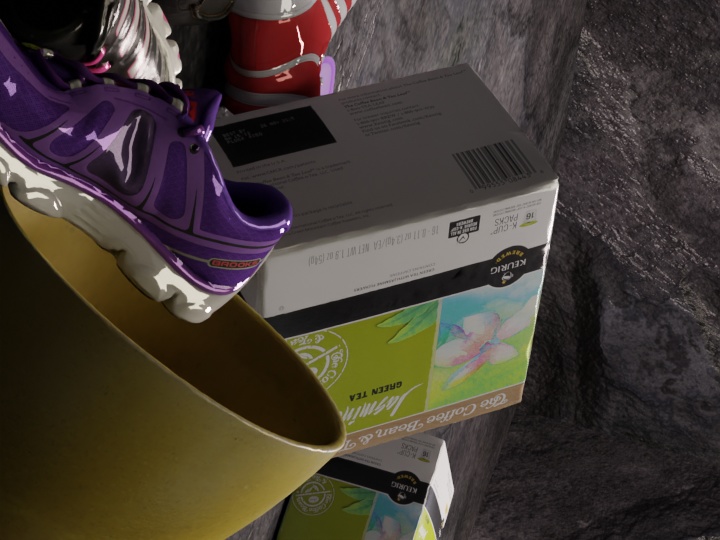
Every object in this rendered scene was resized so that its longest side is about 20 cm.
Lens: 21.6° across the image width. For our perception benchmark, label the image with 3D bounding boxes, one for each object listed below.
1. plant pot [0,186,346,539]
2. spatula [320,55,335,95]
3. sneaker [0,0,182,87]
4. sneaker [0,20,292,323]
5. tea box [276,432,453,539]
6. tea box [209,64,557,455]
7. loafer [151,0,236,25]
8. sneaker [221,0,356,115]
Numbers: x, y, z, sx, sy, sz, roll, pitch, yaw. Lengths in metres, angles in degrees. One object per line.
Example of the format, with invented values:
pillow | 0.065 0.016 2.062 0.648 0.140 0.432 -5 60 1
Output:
plant pot | -0.128 0.068 0.869 0.142 0.200 0.200 -50 173 10
spatula | -0.059 -0.097 1.363 0.200 0.020 0.057 -59 163 -53
sneaker | -0.131 -0.111 0.843 0.088 0.073 0.200 -64 160 -47
sneaker | -0.107 -0.063 0.802 0.083 0.200 0.081 -41 -141 11
tea box | 0.002 0.267 1.870 0.200 0.133 0.197 75 30 -69
tea box | 0.000 0.000 1.203 0.197 0.199 0.134 95 -27 -43
loafer | -0.086 -0.164 0.994 0.200 0.072 0.073 9 95 -80
sneaker | -0.038 -0.160 1.253 0.200 0.071 0.113 -41 141 -58
